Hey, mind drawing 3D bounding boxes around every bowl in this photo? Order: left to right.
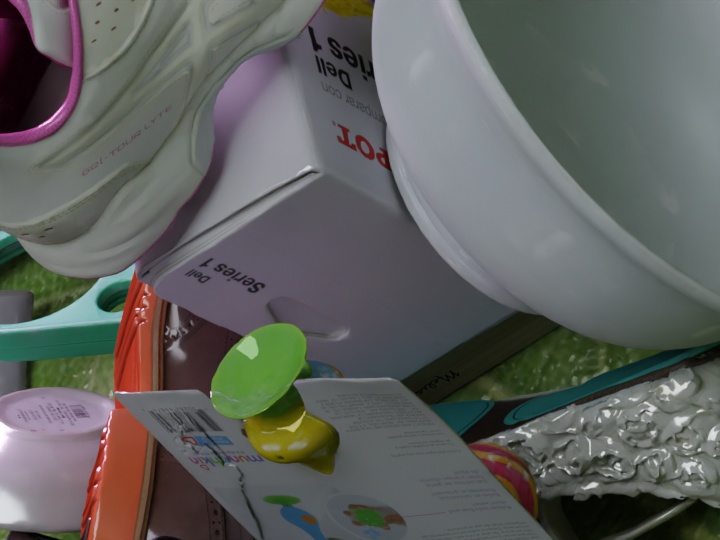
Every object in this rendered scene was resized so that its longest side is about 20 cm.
[{"bbox_3d":[0.072,-0.049,0.850,0.090,0.200,0.202,-39,52,37],"label":"bowl"}]

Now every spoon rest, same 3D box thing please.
[{"bbox_3d":[-0.132,0.067,1.027,0.200,0.099,0.061,-132,43,-64],"label":"spoon rest"}]

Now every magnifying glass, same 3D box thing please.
[{"bbox_3d":[-0.088,0.015,1.008,0.199,0.022,0.080,15,47,33],"label":"magnifying glass"}]

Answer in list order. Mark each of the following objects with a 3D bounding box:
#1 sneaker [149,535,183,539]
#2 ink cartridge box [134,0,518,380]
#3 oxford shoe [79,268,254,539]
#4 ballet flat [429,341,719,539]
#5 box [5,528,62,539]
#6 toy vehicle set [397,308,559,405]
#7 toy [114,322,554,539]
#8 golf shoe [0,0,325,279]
[{"bbox_3d":[-0.039,0.179,0.797,0.089,0.074,0.200,-51,40,11],"label":"sneaker"},{"bbox_3d":[-0.023,-0.075,0.924,0.084,0.145,0.201,-29,57,26],"label":"ink cartridge box"},{"bbox_3d":[-0.054,0.037,0.933,0.071,0.072,0.201,115,166,-61],"label":"oxford shoe"},{"bbox_3d":[0.055,0.075,0.897,0.199,0.072,0.072,-16,63,36],"label":"ballet flat"},{"bbox_3d":[-0.050,0.171,0.919,0.199,0.100,0.075,23,88,41],"label":"box"},{"bbox_3d":[0.000,0.000,0.993,0.199,0.026,0.125,-33,55,25],"label":"toy vehicle set"},{"bbox_3d":[0.023,0.079,0.838,0.115,0.200,0.047,-5,54,37],"label":"toy"},{"bbox_3d":[-0.065,-0.095,0.810,0.075,0.091,0.201,29,89,41],"label":"golf shoe"}]
